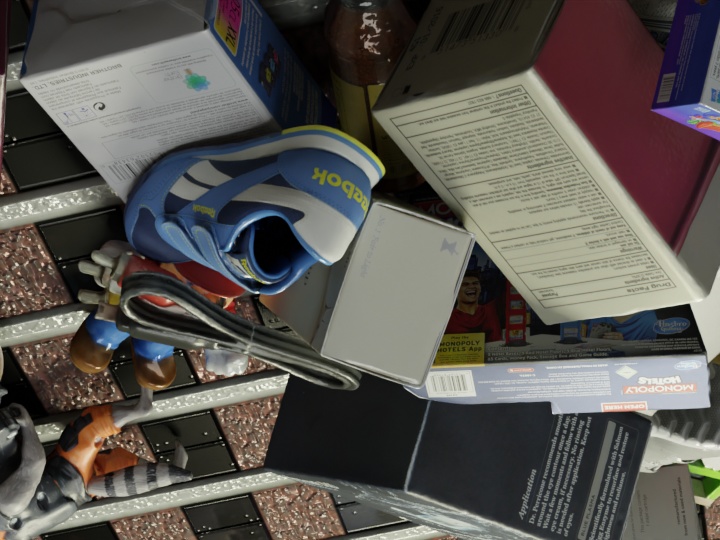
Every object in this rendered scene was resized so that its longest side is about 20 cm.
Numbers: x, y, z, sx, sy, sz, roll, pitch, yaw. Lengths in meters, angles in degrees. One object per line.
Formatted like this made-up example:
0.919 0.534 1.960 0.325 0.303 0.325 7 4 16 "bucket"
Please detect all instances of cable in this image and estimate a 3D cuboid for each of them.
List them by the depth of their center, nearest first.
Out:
-0.087 0.027 1.278 0.199 0.051 0.097 13 157 -10 "cable"

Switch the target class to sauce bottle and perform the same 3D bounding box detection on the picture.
0.012 -0.135 1.238 0.066 0.066 0.200 -7 141 0 "sauce bottle"

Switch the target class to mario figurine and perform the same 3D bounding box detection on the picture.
-0.132 0.030 1.372 0.123 0.106 0.200 -22 165 -40 "mario figurine"

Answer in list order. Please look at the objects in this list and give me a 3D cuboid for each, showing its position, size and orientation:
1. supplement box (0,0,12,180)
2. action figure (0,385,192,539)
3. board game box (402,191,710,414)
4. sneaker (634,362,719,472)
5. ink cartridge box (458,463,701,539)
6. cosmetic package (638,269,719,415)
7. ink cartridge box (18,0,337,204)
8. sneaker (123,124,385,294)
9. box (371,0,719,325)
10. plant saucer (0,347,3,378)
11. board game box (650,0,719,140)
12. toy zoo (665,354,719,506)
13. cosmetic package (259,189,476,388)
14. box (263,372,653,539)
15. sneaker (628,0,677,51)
-0.280 -0.085 1.237 0.110 0.086 0.201 3 139 -11 "supplement box"
-0.236 0.150 1.497 0.193 0.105 0.200 -26 156 -6 "action figure"
0.131 -0.002 1.322 0.199 0.201 0.062 -3 140 11 "board game box"
0.238 0.121 1.554 0.199 0.075 0.082 2 145 24 "sneaker"
0.191 0.242 1.676 0.199 0.086 0.147 -10 146 9 "ink cartridge box"
0.222 0.009 1.423 0.106 0.090 0.200 16 132 -25 "cosmetic package"
-0.104 -0.099 1.240 0.136 0.077 0.200 -11 140 23 "ink cartridge box"
-0.077 -0.028 1.195 0.199 0.083 0.074 -14 143 42 "sneaker"
0.125 -0.077 1.192 0.127 0.109 0.200 -10 132 43 "box"
-0.360 0.055 1.432 0.199 0.035 0.201 -5 141 -4 "plant saucer"
0.254 -0.166 1.142 0.134 0.201 0.045 20 169 -29 "board game box"
0.291 0.121 1.615 0.131 0.021 0.200 15 135 -24 "toy zoo"
0.000 0.000 1.273 0.073 0.200 0.104 19 93 -15 "cosmetic package"
0.069 0.128 1.450 0.199 0.118 0.196 24 167 -30 "box"
0.191 -0.145 1.254 0.077 0.086 0.200 -5 169 -41 "sneaker"
